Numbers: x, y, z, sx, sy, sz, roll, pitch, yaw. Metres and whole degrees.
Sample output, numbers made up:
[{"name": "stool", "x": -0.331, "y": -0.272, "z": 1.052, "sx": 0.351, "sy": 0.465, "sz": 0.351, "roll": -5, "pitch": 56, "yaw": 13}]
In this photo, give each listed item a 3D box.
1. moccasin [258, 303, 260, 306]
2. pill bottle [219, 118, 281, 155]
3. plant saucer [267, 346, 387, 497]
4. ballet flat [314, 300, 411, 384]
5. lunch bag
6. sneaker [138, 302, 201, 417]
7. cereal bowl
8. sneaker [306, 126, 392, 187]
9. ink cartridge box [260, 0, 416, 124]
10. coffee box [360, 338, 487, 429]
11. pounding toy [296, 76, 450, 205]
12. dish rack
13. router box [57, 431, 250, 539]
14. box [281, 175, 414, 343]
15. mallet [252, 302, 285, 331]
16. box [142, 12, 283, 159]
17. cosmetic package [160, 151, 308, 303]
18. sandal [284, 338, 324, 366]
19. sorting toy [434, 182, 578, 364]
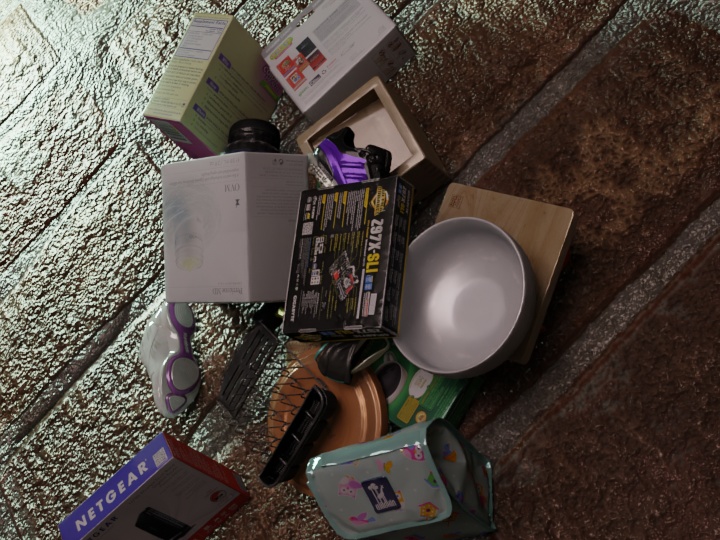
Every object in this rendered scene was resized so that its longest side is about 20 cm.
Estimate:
[{"name": "moccasin", "x": -0.162, "y": 0.016, "z": 1.726, "sx": 0.199, "sy": 0.078, "sz": 0.074, "roll": -16, "pitch": 41, "yaw": 31}, {"name": "pill bottle", "x": -0.174, "y": -0.133, "z": 1.788, "sx": 0.110, "sy": 0.112, "sz": 0.203, "roll": -14, "pitch": 57, "yaw": 27}, {"name": "plant saucer", "x": -0.051, "y": 0.203, "z": 1.523, "sx": 0.198, "sy": 0.032, "sz": 0.204, "roll": -6, "pitch": 81, "yaw": 37}, {"name": "ballet flat", "x": 0.024, "y": 0.067, "z": 1.485, "sx": 0.068, "sy": 0.068, "sz": 0.201, "roll": 37, "pitch": 85, "yaw": 19}, {"name": "lunch bag", "x": 0.050, "y": 0.255, "z": 1.354, "sx": 0.168, "sy": 0.200, "sz": 0.124, "roll": -17, "pitch": 55, "yaw": 24}, {"name": "sneaker", "x": -0.299, "y": 0.144, "z": 1.753, "sx": 0.099, "sy": 0.074, "sz": 0.202, "roll": -32, "pitch": 45, "yaw": 32}, {"name": "cereal bowl", "x": 0.133, "y": 0.040, "z": 1.405, "sx": 0.198, "sy": 0.083, "sz": 0.203, "roll": -13, "pitch": 66, "yaw": 32}, {"name": "sneaker", "x": 0.013, "y": -0.119, "z": 1.550, "sx": 0.099, "sy": 0.069, "sz": 0.201, "roll": -43, "pitch": 70, "yaw": 10}, {"name": "ink cartridge box", "x": -0.040, "y": -0.352, "z": 1.834, "sx": 0.200, "sy": 0.084, "sz": 0.176, "roll": -41, "pitch": 53, "yaw": 7}, {"name": "coffee box", "x": 0.061, "y": 0.143, "z": 1.514, "sx": 0.199, "sy": 0.044, "sz": 0.124, "roll": 28, "pitch": 83, "yaw": 40}, {"name": "pounding toy", "x": 0.004, "y": -0.158, "z": 1.685, "sx": 0.199, "sy": 0.142, "sz": 0.186, "roll": -36, "pitch": 64, "yaw": 15}, {"name": "dish rack", "x": -0.125, "y": 0.174, "z": 1.531, "sx": 0.200, "sy": 0.054, "sz": 0.155, "roll": 43, "pitch": 108, "yaw": 34}, {"name": "router box", "x": -0.279, "y": 0.330, "z": 1.549, "sx": 0.200, "sy": 0.179, "sz": 0.049, "roll": -42, "pitch": 48, "yaw": 7}, {"name": "box", "x": -0.016, "y": -0.013, "z": 1.454, "sx": 0.158, "sy": 0.049, "sz": 0.203, "roll": -6, "pitch": 69, "yaw": 33}, {"name": "mallet", "x": -0.102, "y": 0.074, "z": 1.585, "sx": 0.066, "sy": 0.041, "sz": 0.200, "roll": -50, "pitch": 22, "yaw": -2}, {"name": "box", "x": -0.236, "y": -0.290, "z": 1.875, "sx": 0.096, "sy": 0.176, "sz": 0.202, "roll": 14, "pitch": 73, "yaw": 38}, {"name": "cosmetic package", "x": -0.176, "y": -0.055, "z": 1.590, "sx": 0.198, "sy": 0.122, "sz": 0.204, "roll": -2, "pitch": 91, "yaw": 46}, {"name": "sandal", "x": -0.084, "y": 0.107, "z": 1.616, "sx": 0.077, "sy": 0.070, "sz": 0.215, "roll": -13, "pitch": 58, "yaw": 28}, {"name": "sorting toy", "x": 0.177, "y": 0.007, "z": 1.484, "sx": 0.197, "sy": 0.069, "sz": 0.203, "roll": 16, "pitch": 82, "yaw": 39}]
